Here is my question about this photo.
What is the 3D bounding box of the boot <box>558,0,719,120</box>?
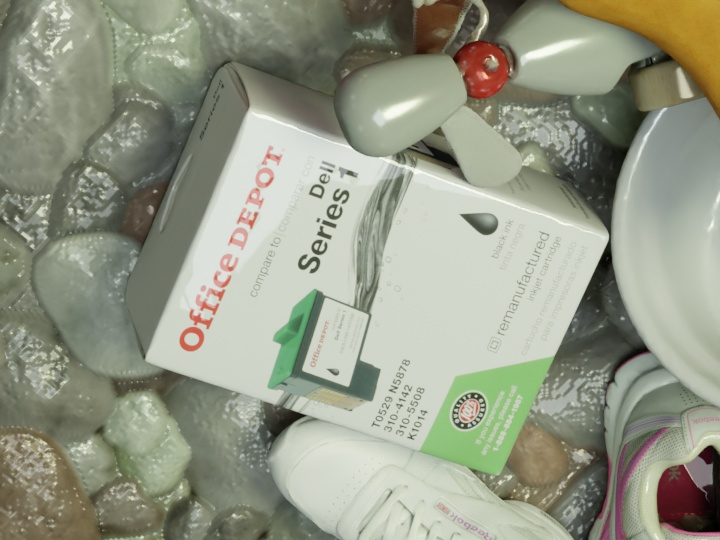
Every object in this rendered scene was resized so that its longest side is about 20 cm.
[{"bbox_3d":[0.182,-0.071,1.158,0.201,0.071,0.144,3,84,-8],"label":"boot"}]

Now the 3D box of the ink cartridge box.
[{"bbox_3d":[0.000,0.000,1.284,0.200,0.084,0.146,18,106,-17],"label":"ink cartridge box"}]

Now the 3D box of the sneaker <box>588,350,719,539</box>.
[{"bbox_3d":[0.166,0.148,1.368,0.081,0.088,0.200,-5,112,-8],"label":"sneaker"}]

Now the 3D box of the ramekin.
[{"bbox_3d":[0.233,-0.017,1.257,0.200,0.200,0.098,-48,154,9],"label":"ramekin"}]

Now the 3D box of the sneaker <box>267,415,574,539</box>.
[{"bbox_3d":[0.044,0.137,1.337,0.200,0.100,0.075,29,106,-18],"label":"sneaker"}]

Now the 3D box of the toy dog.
[{"bbox_3d":[0.076,-0.107,1.225,0.200,0.096,0.132,2,87,-18],"label":"toy dog"}]
